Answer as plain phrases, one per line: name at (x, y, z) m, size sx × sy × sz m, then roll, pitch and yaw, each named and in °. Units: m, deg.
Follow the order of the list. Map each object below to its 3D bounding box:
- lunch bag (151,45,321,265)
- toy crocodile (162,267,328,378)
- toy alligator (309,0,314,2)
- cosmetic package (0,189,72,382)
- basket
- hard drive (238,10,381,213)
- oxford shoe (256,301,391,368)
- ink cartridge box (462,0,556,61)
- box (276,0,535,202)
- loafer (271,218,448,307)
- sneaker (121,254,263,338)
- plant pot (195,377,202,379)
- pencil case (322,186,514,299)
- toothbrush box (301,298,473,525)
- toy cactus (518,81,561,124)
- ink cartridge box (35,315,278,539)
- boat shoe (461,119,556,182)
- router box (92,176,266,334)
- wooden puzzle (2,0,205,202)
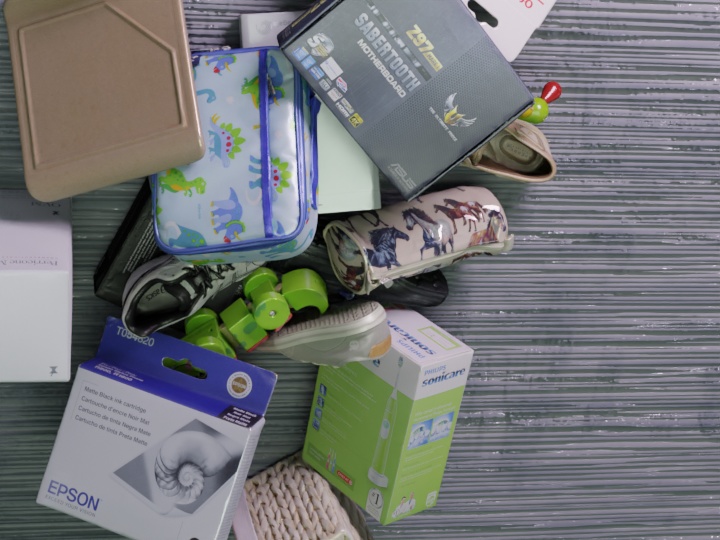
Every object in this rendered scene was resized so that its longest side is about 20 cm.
lunch bag at (-0.117, -0.110, 1.411) m, size 0.159 × 0.082 × 0.202 m, roll -3°, pitch 79°, yaw 10°
toy crocodile at (-0.125, 0.060, 1.540) m, size 0.199 × 0.068 × 0.062 m, roll -34°, pitch 124°, yaw 3°
toy alligator at (-0.039, -0.328, 1.429) m, size 0.054 × 0.059 × 0.202 m, roll 5°, pitch 114°, yaw 34°
cosmetic package at (-0.381, 0.011, 1.448) m, size 0.197 × 0.200 × 0.124 m, roll 0°, pitch 117°, yaw -11°
basket at (-0.057, 0.309, 1.664) m, size 0.123 × 0.200 × 0.136 m, roll -35°, pitch 118°, yaw 1°
hard drive at (-0.050, -0.158, 1.489) m, size 0.130 × 0.026 × 0.202 m, roll -5°, pitch 100°, yaw -8°
oxford shoe at (-0.042, 0.075, 1.561) m, size 0.075 × 0.199 × 0.058 m, roll -38°, pitch 110°, yaw -39°
ink cartridge box at (0.149, -0.314, 1.428) m, size 0.117 × 0.067 × 0.201 m, roll 35°, pitch 88°, yaw -24°
box at (0.043, -0.187, 1.377) m, size 0.157 × 0.051 × 0.200 m, roll -37°, pitch 114°, yaw 9°
loafer at (0.000, 0.000, 1.594) m, size 0.199 × 0.068 × 0.071 m, roll 18°, pitch 131°, yaw -21°
sneaker at (-0.154, 0.004, 1.472) m, size 0.199 × 0.088 × 0.076 m, roll -36°, pitch 109°, yaw 18°
plant pot at (-0.217, 0.190, 1.585) m, size 0.177 × 0.200 × 0.201 m, roll 20°, pitch 112°, yaw -3°
pencil case at (0.062, -0.031, 1.540) m, size 0.199 × 0.090 × 0.078 m, roll -16°, pitch 152°, yaw -29°
toothbrush box at (0.026, 0.148, 1.613) m, size 0.086 × 0.145 × 0.202 m, roll -14°, pitch 124°, yaw -41°
toy cactus at (0.094, -0.180, 1.475) m, size 0.199 × 0.102 × 0.166 m, roll 32°, pitch 68°, yaw -12°
ink cartridge box at (-0.203, 0.168, 1.477) m, size 0.198 × 0.041 × 0.202 m, roll 17°, pitch 88°, yaw 13°
boat shoe at (0.114, -0.144, 1.539) m, size 0.198 × 0.065 × 0.072 m, roll 16°, pitch 113°, yaw -18°
router box at (-0.169, -0.035, 1.548) m, size 0.148 × 0.051 × 0.201 m, roll 25°, pitch 110°, yaw -23°
wooden puzzle at (-0.241, -0.180, 1.401) m, size 0.183 × 0.037 × 0.202 m, roll -13°, pitch 82°, yaw 16°
